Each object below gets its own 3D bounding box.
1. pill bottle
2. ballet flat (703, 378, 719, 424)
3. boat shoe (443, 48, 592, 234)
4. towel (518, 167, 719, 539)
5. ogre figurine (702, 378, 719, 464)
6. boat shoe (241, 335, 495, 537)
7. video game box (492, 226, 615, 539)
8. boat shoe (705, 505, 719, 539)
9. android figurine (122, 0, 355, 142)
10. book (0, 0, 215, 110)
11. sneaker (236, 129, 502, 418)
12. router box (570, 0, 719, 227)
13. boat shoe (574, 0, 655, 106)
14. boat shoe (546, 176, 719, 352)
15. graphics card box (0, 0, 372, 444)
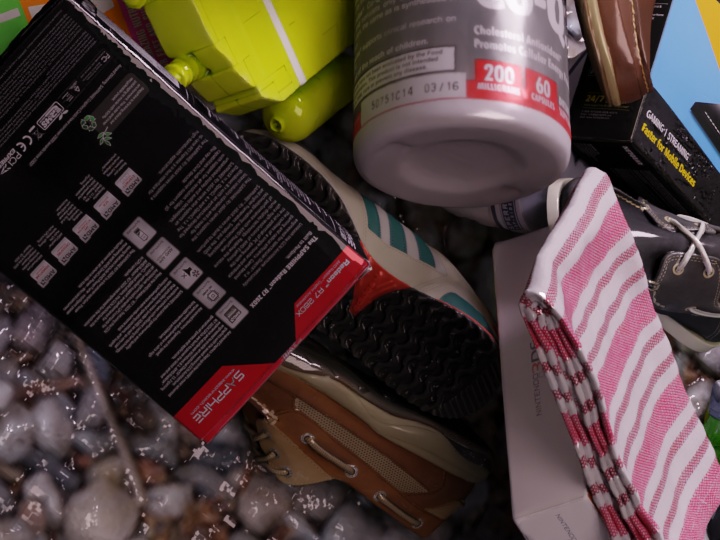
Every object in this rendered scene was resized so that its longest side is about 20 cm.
[{"bbox_3d":[0.053,-0.145,1.108,0.114,0.114,0.200,13,66,-28],"label":"pill bottle"},{"bbox_3d":[0.288,0.033,1.288,0.200,0.067,0.067,-42,118,10],"label":"ballet flat"},{"bbox_3d":[0.113,-0.090,1.206,0.200,0.065,0.074,-40,129,-45],"label":"boat shoe"},{"bbox_3d":[0.137,0.061,1.040,0.200,0.030,0.146,67,25,-20],"label":"towel"},{"bbox_3d":[0.272,0.095,1.228,0.098,0.200,0.120,-76,165,-45],"label":"ogre figurine"},{"bbox_3d":[-0.024,0.082,1.111,0.200,0.076,0.074,29,97,-15],"label":"boat shoe"},{"bbox_3d":[0.129,0.105,1.120,0.182,0.047,0.200,53,24,-38],"label":"video game box"},{"bbox_3d":[0.219,0.153,1.177,0.074,0.199,0.068,31,39,-4],"label":"boat shoe"},{"bbox_3d":[-0.056,-0.157,1.090,0.200,0.041,0.182,-47,117,-50],"label":"android figurine"},{"bbox_3d":[-0.149,-0.126,1.080,0.200,0.048,0.134,-27,100,-32],"label":"book"},{"bbox_3d":[0.001,0.000,1.143,0.200,0.093,0.070,41,101,4],"label":"sneaker"},{"bbox_3d":[0.199,-0.099,1.223,0.200,0.051,0.149,38,66,-50],"label":"router box"},{"bbox_3d":[0.146,-0.185,1.127,0.067,0.072,0.200,-6,67,9],"label":"boat shoe"},{"bbox_3d":[0.171,-0.011,1.156,0.200,0.068,0.072,25,56,-46],"label":"boat shoe"},{"bbox_3d":[-0.109,-0.027,1.010,0.200,0.051,0.125,41,98,-16],"label":"graphics card box"}]
